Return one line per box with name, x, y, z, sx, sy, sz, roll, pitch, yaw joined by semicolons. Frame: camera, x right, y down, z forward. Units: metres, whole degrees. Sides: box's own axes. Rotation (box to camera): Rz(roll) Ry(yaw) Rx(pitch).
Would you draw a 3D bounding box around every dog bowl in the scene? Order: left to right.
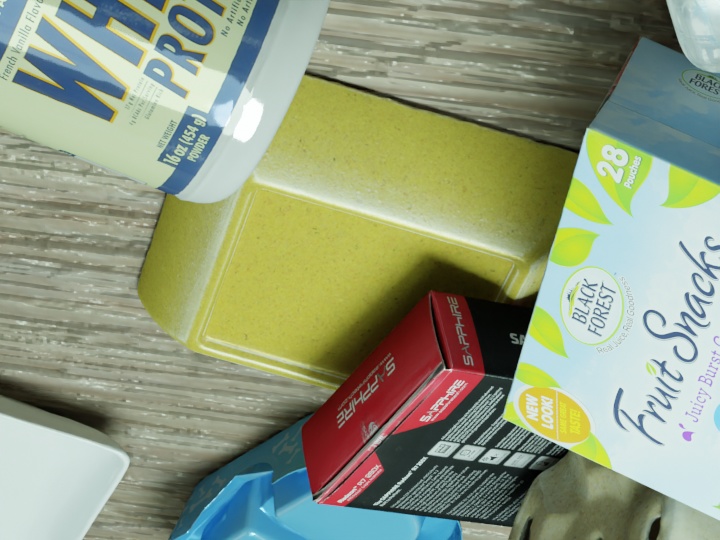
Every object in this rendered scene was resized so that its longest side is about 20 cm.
dog bowl;-0.026;0.137;1.472;0.111;0.050;0.200;33;137;-25

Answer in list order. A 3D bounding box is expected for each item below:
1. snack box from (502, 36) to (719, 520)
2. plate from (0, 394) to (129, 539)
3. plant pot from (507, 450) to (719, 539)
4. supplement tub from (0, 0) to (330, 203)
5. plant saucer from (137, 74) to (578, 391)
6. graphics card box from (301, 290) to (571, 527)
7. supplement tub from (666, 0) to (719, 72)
snack box;0.161;0.019;1.123;0.168;0.068;0.200;25;141;10
plate;-0.247;0.111;1.506;0.199;0.032;0.200;19;140;-11
plant pot;0.174;0.159;1.272;0.183;0.201;0.200;26;139;-26
supplement tub;-0.122;-0.126;1.097;0.200;0.145;0.145;21;140;-13
plant saucer;0.000;0.000;1.300;0.200;0.049;0.200;15;141;-6
graphics card box;0.086;0.075;1.312;0.200;0.051;0.125;10;139;-31
supplement tub;0.218;-0.142;1.016;0.200;0.123;0.123;-2;139;17
